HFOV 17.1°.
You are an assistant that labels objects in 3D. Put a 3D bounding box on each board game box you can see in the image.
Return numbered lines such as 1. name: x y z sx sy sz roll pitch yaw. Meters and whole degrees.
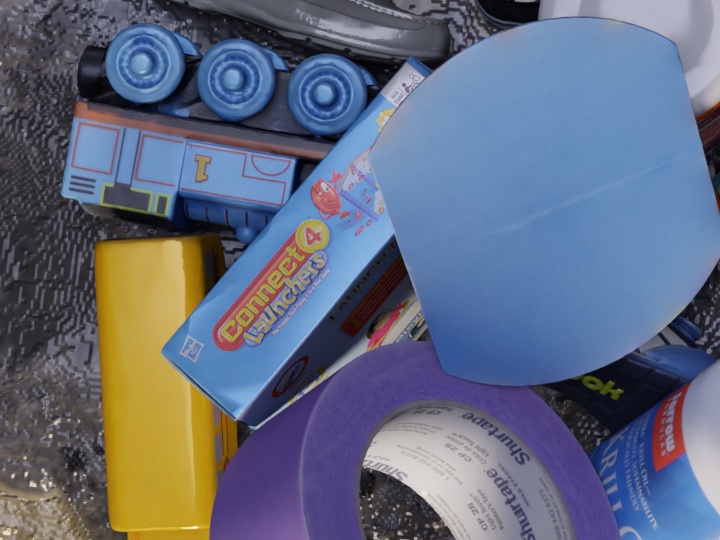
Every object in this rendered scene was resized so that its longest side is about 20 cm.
1. board game box: 0.000 0.000 1.287 0.056 0.196 0.200 40 89 15
2. board game box: 0.090 -0.040 1.182 0.158 0.039 0.200 -23 123 -3

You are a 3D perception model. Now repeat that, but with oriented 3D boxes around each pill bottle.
1. pill bottle: 0.190 0.110 1.240 0.200 0.112 0.112 -43 75 42
2. pill bottle: 0.153 -0.112 1.280 0.109 0.200 0.110 -1 82 7

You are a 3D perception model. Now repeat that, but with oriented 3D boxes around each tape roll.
1. tape roll: 0.030 0.142 1.192 0.085 0.200 0.200 -38 75 45

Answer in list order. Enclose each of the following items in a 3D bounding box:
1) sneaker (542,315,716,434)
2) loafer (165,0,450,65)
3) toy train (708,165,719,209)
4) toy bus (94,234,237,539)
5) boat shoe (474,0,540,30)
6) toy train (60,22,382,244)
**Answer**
1. sneaker: 0.142 0.036 1.319 0.200 0.074 0.082 31 48 -10
2. loafer: -0.039 -0.169 1.381 0.199 0.070 0.070 19 94 11
3. toy train: 0.255 -0.088 1.304 0.056 0.150 0.200 40 97 -3
4. toy bus: -0.106 0.081 1.339 0.065 0.078 0.201 -3 92 9
5. boat shoe: 0.159 -0.183 1.360 0.199 0.057 0.069 -18 76 6
6. toy train: -0.072 -0.074 1.369 0.199 0.087 0.115 10 93 7
